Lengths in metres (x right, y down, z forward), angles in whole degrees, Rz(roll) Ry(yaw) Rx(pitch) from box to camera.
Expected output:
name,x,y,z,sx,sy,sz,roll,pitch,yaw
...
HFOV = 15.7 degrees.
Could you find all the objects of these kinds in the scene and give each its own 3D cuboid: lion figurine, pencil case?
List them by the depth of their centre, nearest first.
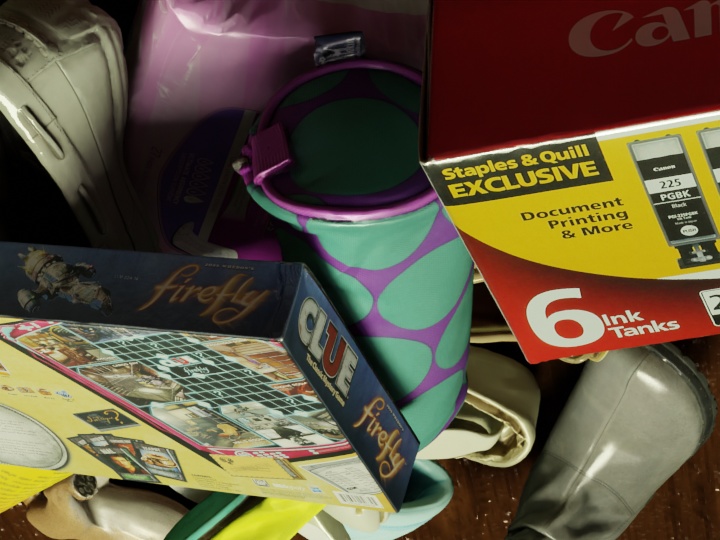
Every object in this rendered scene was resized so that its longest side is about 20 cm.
name,x,y,z,sx,sy,sz,roll,pitch,yaw
pencil case,0.000,0.000,1.032,0.092,0.085,0.200,3,147,3
lion figurine,-0.120,0.139,1.396,0.200,0.073,0.122,40,145,-24

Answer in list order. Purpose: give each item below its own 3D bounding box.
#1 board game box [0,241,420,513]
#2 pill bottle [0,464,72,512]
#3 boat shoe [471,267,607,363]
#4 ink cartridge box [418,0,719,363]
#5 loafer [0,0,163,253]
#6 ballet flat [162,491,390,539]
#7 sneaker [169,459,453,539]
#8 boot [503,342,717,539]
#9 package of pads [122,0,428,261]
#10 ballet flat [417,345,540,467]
name,x,y,z,sx,sy,sz,roll,pitch,yaw
board game box,-0.091,0.040,1.023,0.200,0.035,0.136,5,150,25
pill bottle,-0.183,0.058,1.229,0.200,0.113,0.113,-28,136,37
boat shoe,0.093,0.009,1.185,0.199,0.067,0.074,-1,146,5
ink cartridge box,0.127,-0.060,0.887,0.199,0.084,0.176,-10,143,18
loafer,-0.124,-0.022,1.040,0.070,0.070,0.200,23,140,30
ballet flat,-0.022,0.103,1.212,0.067,0.067,0.200,40,130,-5
sneaker,-0.028,0.083,1.301,0.082,0.074,0.200,-23,149,31
boot,0.101,0.116,1.265,0.070,0.132,0.200,36,153,18
package of pads,-0.041,-0.067,1.074,0.120,0.076,0.200,11,145,-10
ballet flat,-0.003,0.052,1.255,0.200,0.070,0.069,15,143,-18
